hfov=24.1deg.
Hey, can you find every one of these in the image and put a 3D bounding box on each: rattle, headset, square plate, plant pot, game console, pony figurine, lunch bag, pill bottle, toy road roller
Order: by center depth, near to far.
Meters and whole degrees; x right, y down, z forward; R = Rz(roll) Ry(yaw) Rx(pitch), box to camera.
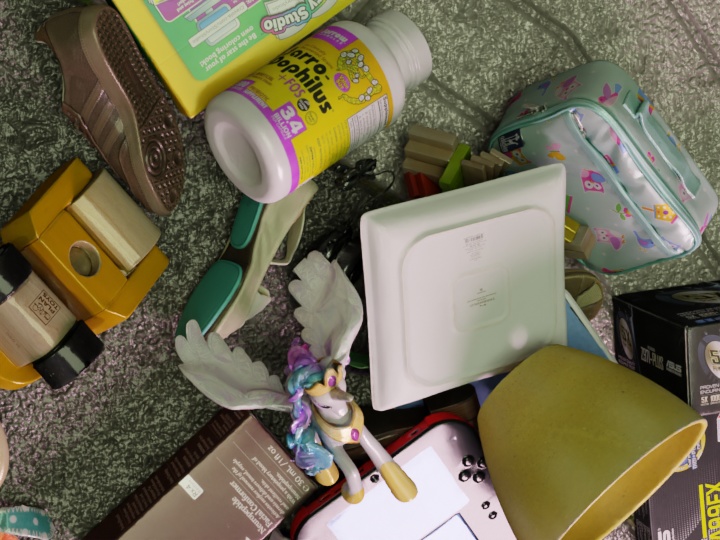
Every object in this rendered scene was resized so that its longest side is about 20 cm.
[{"bbox_3d":[-0.337,0.191,1.441,0.130,0.143,0.201,-36,101,-27],"label":"rattle"},{"bbox_3d":[-0.040,0.102,1.445,0.166,0.193,0.201,-36,138,-12],"label":"pony figurine"},{"bbox_3d":[-0.276,0.014,1.452,0.123,0.145,0.200,49,47,-17],"label":"toy road roller"},{"bbox_3d":[-0.032,-0.150,1.472,0.199,0.104,0.105,-36,107,-27],"label":"pill bottle"},{"bbox_3d":[0.099,0.020,1.483,0.198,0.028,0.200,-15,121,-19],"label":"square plate"},{"bbox_3d":[0.187,0.150,1.496,0.200,0.200,0.142,-39,70,-6],"label":"plant pot"},{"bbox_3d":[0.000,0.000,1.503,0.122,0.094,0.202,10,109,22],"label":"headset"},{"bbox_3d":[0.220,-0.091,1.530,0.200,0.160,0.077,47,57,-20],"label":"lunch bag"},{"bbox_3d":[0.050,0.242,1.548,0.199,0.031,0.177,-35,112,-1],"label":"game console"}]

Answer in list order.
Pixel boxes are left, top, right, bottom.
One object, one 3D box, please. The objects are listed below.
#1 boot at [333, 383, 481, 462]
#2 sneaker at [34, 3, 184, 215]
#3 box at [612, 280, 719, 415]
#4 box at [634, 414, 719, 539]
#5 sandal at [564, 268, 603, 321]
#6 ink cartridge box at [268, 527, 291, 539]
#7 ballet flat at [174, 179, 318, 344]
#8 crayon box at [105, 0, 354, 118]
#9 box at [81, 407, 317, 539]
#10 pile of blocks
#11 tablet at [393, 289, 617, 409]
[{"bbox_3d":[0.050,0.221,1.594,0.185,0.064,0.202,-14,115,4],"label":"boot"},{"bbox_3d":[-0.215,-0.139,1.463,0.075,0.071,0.201,-2,122,28],"label":"sneaker"},{"bbox_3d":[0.363,0.066,1.599,0.198,0.164,0.087,-7,101,-13],"label":"box"},{"bbox_3d":[0.351,0.214,1.681,0.159,0.044,0.202,-9,101,-14],"label":"box"},{"bbox_3d":[0.128,0.022,1.581,0.198,0.054,0.081,-3,124,-10],"label":"sandal"},{"bbox_3d":[-0.030,0.370,1.601,0.198,0.041,0.202,22,93,-18],"label":"ink cartridge box"},{"bbox_3d":[-0.097,-0.004,1.515,0.069,0.069,0.201,26,91,-18],"label":"ballet flat"},{"bbox_3d":[-0.119,-0.261,1.467,0.199,0.058,0.173,-36,107,-7],"label":"crayon box"},{"bbox_3d":[-0.147,0.221,1.529,0.200,0.075,0.100,-43,107,-4],"label":"box"},{"bbox_3d":[0.119,-0.056,1.522,0.199,0.082,0.062,28,64,0],"label":"pile of blocks"},{"bbox_3d":[0.142,0.116,1.591,0.199,0.014,0.130,-33,110,12],"label":"tablet"}]
